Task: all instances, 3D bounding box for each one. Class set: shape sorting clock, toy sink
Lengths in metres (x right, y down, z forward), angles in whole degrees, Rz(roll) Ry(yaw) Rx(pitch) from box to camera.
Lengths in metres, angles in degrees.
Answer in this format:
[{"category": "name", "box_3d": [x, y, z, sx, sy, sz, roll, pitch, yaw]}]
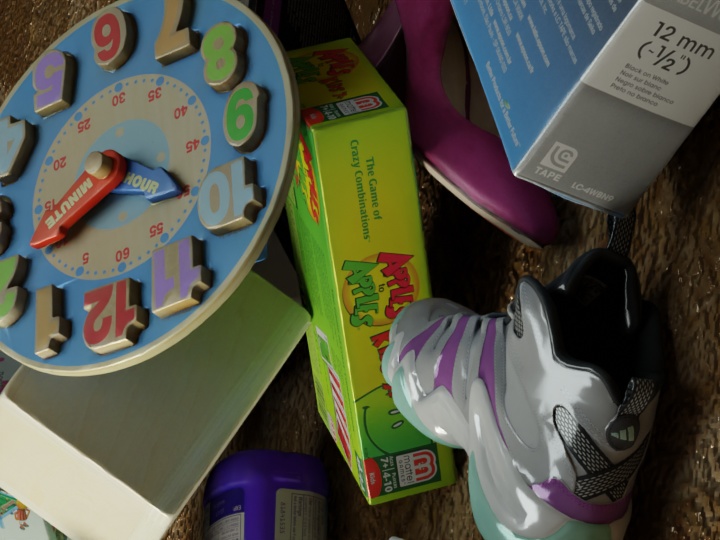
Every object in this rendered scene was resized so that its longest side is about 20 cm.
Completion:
[{"category": "shape sorting clock", "box_3d": [-0.114, -0.045, 1.283, 0.199, 0.039, 0.201, -14, 64, 30]}, {"category": "toy sink", "box_3d": [-0.122, 0.069, 1.405, 0.131, 0.112, 0.200, -54, -1, -21]}]

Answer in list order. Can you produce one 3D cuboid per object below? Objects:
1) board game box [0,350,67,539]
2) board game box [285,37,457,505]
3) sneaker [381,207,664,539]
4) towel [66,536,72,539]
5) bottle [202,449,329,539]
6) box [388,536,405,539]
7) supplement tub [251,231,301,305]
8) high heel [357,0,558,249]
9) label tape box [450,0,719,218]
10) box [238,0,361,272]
[{"category": "board game box", "box_3d": [-0.195, 0.161, 1.593, 0.148, 0.064, 0.201, -94, -7, -64]}, {"category": "board game box", "box_3d": [0.000, 0.000, 1.317, 0.102, 0.047, 0.201, -124, 23, -62]}, {"category": "sneaker", "box_3d": [0.081, 0.026, 1.166, 0.200, 0.078, 0.140, 53, 129, 53]}, {"category": "towel", "box_3d": [-0.123, 0.215, 1.485, 0.023, 0.153, 0.200, -29, 19, 17]}, {"category": "bottle", "box_3d": [-0.053, 0.200, 1.461, 0.084, 0.065, 0.201, 134, 140, -62]}, {"category": "box", "box_3d": [0.006, 0.220, 1.148, 0.200, 0.060, 0.117, -61, -16, -56]}, {"category": "supplement tub", "box_3d": [-0.106, 0.001, 1.582, 0.200, 0.140, 0.141, 142, 134, -62]}, {"category": "high heel", "box_3d": [0.062, -0.091, 1.291, 0.096, 0.067, 0.200, -48, 43, 10]}, {"category": "label tape box", "box_3d": [0.123, -0.144, 1.109, 0.200, 0.066, 0.144, -52, 32, 28]}, {"category": "box", "box_3d": [-0.038, -0.106, 1.420, 0.200, 0.036, 0.143, 63, -152, -55]}]
